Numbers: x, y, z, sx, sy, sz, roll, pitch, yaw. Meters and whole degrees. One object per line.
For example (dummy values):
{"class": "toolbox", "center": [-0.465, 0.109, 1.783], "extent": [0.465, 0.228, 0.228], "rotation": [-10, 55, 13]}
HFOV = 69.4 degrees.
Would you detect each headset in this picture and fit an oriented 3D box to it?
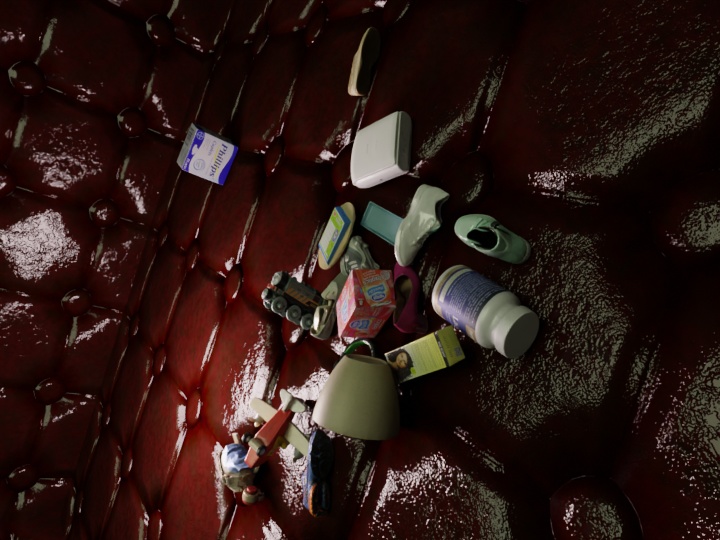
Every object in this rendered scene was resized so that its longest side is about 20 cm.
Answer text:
{"class": "headset", "center": [-0.013, 0.271, 1.296], "extent": [0.122, 0.094, 0.203], "rotation": [16, 74, 51]}

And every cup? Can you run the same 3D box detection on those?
{"class": "cup", "center": [0.001, 0.267, 1.148], "extent": [0.198, 0.197, 0.147], "rotation": [8, 88, 51]}

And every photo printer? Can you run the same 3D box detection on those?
{"class": "photo printer", "center": [0.049, -0.321, 1.415], "extent": [0.198, 0.069, 0.170], "rotation": [-11, 68, 48]}

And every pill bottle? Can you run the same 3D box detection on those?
{"class": "pill bottle", "center": [0.239, 0.078, 1.005], "extent": [0.199, 0.114, 0.118], "rotation": [36, 105, 50]}

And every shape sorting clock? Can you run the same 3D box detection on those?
{"class": "shape sorting clock", "center": [-0.067, -0.099, 1.483], "extent": [0.200, 0.039, 0.203], "rotation": [-49, 31, 43]}

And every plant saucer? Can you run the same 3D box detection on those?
{"class": "plant saucer", "center": [0.068, -0.119, 1.362], "extent": [0.199, 0.019, 0.071], "rotation": [37, 106, 49]}

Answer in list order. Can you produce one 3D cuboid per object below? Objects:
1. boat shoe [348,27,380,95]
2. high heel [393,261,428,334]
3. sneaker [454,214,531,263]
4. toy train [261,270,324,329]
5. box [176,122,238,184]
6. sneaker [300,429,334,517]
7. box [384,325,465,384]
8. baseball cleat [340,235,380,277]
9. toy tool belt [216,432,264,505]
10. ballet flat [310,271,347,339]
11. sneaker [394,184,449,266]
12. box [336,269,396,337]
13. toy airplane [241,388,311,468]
{"class": "boat shoe", "center": [0.004, -0.636, 1.582], "extent": [0.064, 0.070, 0.204], "rotation": [19, 93, 50]}
{"class": "high heel", "center": [0.095, 0.051, 1.204], "extent": [0.067, 0.095, 0.203], "rotation": [-44, 47, 30]}
{"class": "sneaker", "center": [0.240, -0.081, 1.059], "extent": [0.200, 0.117, 0.075], "rotation": [34, 104, 51]}
{"class": "toy train", "center": [-0.183, 0.084, 1.461], "extent": [0.085, 0.199, 0.116], "rotation": [14, 73, 56]}
{"class": "box", "center": [-0.654, -0.498, 2.228], "extent": [0.105, 0.198, 0.187], "rotation": [41, 108, 47]}
{"class": "sneaker", "center": [-0.119, 0.511, 1.321], "extent": [0.078, 0.074, 0.205], "rotation": [-16, 63, 50]}
{"class": "box", "center": [0.131, 0.182, 1.102], "extent": [0.199, 0.049, 0.077], "rotation": [-38, 71, 52]}
{"class": "baseball cleat", "center": [0.000, 0.000, 1.373], "extent": [0.107, 0.069, 0.202], "rotation": [-56, 32, 30]}
{"class": "toy tool belt", "center": [-0.348, 0.580, 1.535], "extent": [0.199, 0.123, 0.126], "rotation": [26, 105, 50]}
{"class": "ballet flat", "center": [-0.086, 0.093, 1.436], "extent": [0.067, 0.063, 0.204], "rotation": [22, 94, 51]}
{"class": "sneaker", "center": [0.147, -0.101, 1.220], "extent": [0.087, 0.075, 0.204], "rotation": [20, 89, 36]}
{"class": "box", "center": [0.009, 0.083, 1.235], "extent": [0.201, 0.097, 0.097], "rotation": [117, 152, -60]}
{"class": "toy airplane", "center": [-0.221, 0.437, 1.440], "extent": [0.195, 0.142, 0.203], "rotation": [-12, 51, 6]}
